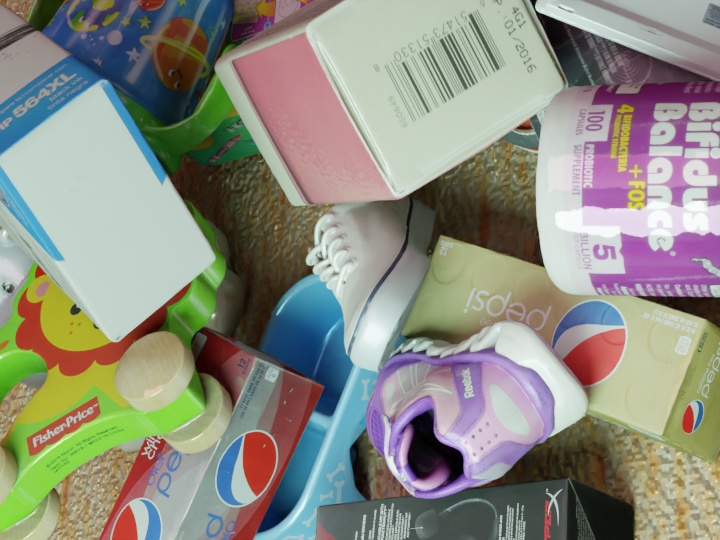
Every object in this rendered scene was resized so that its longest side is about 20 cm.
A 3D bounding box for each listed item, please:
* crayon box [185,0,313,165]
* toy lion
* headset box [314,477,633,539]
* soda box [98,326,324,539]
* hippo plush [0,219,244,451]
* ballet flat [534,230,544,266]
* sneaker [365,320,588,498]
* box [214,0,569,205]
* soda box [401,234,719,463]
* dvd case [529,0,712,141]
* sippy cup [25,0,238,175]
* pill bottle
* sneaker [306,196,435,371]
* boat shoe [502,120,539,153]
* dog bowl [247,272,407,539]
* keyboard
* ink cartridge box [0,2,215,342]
[{"bbox_3d":[-0.051,-0.157,1.205,0.198,0.058,0.120,-12,65,38],"label":"crayon box"},{"bbox_3d":[-0.169,0.047,1.041,0.199,0.069,0.193,-31,46,8],"label":"toy lion"},{"bbox_3d":[0.050,0.205,0.954,0.198,0.075,0.151,-13,64,37],"label":"headset box"},{"bbox_3d":[-0.103,0.142,1.049,0.063,0.070,0.202,24,88,43],"label":"soda box"},{"bbox_3d":[-0.187,0.013,1.182,0.160,0.160,0.201,-48,48,15],"label":"hippo plush"},{"bbox_3d":[0.177,-0.057,0.973,0.199,0.046,0.068,-29,55,29],"label":"ballet flat"},{"bbox_3d":[0.042,0.089,0.955,0.088,0.081,0.200,-45,7,-24],"label":"sneaker"},{"bbox_3d":[0.012,-0.116,1.005,0.127,0.110,0.200,-32,11,-15],"label":"box"},{"bbox_3d":[0.120,0.041,0.970,0.199,0.064,0.068,20,86,43],"label":"soda box"},{"bbox_3d":[0.170,-0.165,0.984,0.199,0.016,0.150,-27,82,20],"label":"dvd case"},{"bbox_3d":[-0.156,-0.156,1.176,0.176,0.140,0.131,29,80,1],"label":"sippy cup"},{"bbox_3d":[0.198,-0.042,0.880,0.197,0.112,0.114,0,71,20],"label":"pill bottle"},{"bbox_3d":[0.000,0.000,1.018,0.200,0.070,0.074,-77,10,-71],"label":"sneaker"},{"bbox_3d":[0.077,-0.153,1.091,0.071,0.062,0.201,-42,51,17],"label":"boat shoe"},{"bbox_3d":[-0.032,0.092,1.091,0.111,0.049,0.202,19,85,44],"label":"dog bowl"},{"bbox_3d":[0.196,-0.130,0.927,0.198,0.011,0.057,23,65,7],"label":"keyboard"},{"bbox_3d":[-0.191,-0.070,1.015,0.084,0.147,0.200,-39,40,-12],"label":"ink cartridge box"}]
